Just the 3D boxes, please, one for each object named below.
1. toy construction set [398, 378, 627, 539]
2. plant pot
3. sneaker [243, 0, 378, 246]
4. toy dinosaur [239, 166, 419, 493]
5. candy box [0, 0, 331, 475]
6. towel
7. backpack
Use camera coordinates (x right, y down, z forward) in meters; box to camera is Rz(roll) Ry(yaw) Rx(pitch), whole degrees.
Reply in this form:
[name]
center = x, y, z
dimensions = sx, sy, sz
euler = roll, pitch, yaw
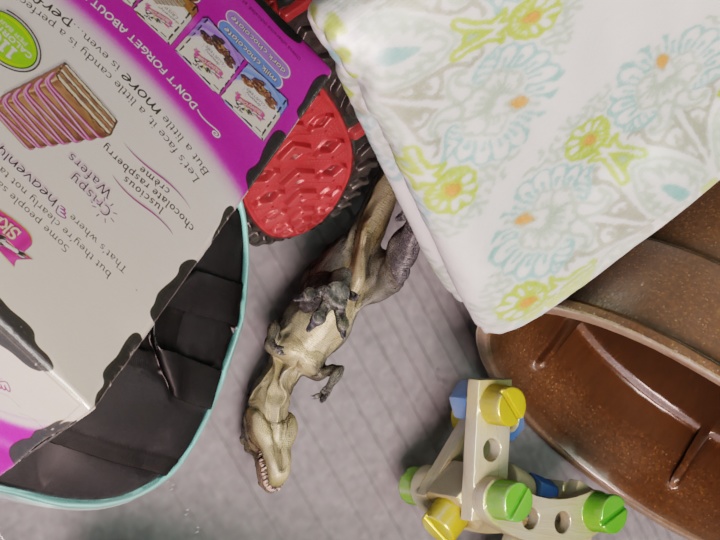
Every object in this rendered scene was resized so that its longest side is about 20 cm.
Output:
[toy construction set]
center = 0.047, 0.155, 0.982
dimensions = 0.131, 0.092, 0.200
euler = 35, 84, -37
[plant pot]
center = 0.186, 0.002, 0.990
dimensions = 0.200, 0.200, 0.198
euler = 44, 69, -24
[sneaker]
center = -0.049, -0.097, 0.902
dimensions = 0.079, 0.096, 0.200
euler = -23, 138, -6
[toy dinosaur]
center = 0.000, 0.000, 0.945
dimensions = 0.047, 0.088, 0.200
euler = 33, 80, -8
[candy box]
center = -0.108, -0.048, 0.728
dimensions = 0.136, 0.061, 0.200
euler = 45, 41, -11
[towel]
center = 0.084, -0.079, 0.845
dimensions = 0.171, 0.048, 0.200
euler = -36, 140, -7
[backpack]
center = -0.149, 0.000, 0.828
dimensions = 0.200, 0.153, 0.176
euler = 16, 81, -25
